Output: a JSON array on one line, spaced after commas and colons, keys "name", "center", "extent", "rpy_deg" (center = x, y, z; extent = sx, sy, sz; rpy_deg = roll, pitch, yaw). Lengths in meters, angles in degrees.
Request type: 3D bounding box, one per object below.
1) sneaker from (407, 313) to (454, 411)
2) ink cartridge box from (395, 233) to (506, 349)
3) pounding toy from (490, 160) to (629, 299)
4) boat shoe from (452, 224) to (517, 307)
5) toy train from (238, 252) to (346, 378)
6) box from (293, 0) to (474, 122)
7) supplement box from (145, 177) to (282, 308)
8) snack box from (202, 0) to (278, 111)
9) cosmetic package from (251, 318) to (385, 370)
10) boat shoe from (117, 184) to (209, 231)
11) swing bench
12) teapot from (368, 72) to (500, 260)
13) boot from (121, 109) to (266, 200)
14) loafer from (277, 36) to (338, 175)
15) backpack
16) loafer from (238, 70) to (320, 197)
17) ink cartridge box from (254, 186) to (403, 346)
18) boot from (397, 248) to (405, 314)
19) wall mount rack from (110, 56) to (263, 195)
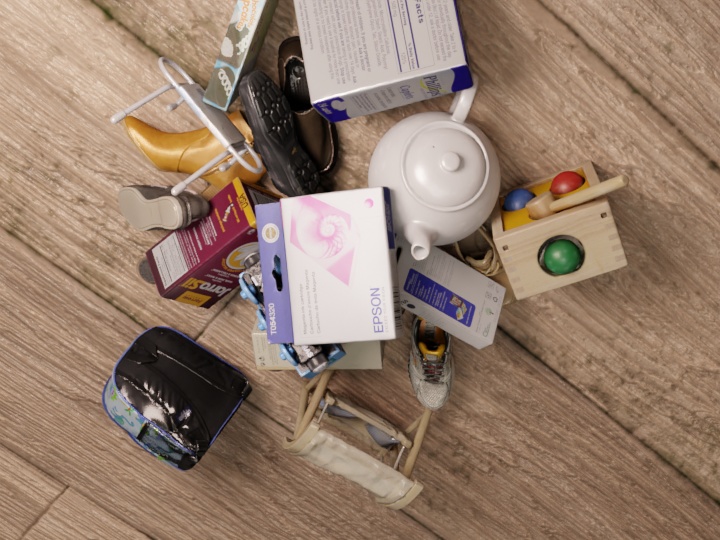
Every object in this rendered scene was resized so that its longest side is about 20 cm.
[{"name": "sneaker", "center": [0.107, 0.132, 1.328], "extent": [0.078, 0.082, 0.201], "rpy_deg": [-3, 110, 8]}, {"name": "ink cartridge box", "center": [0.113, 0.025, 1.212], "extent": [0.200, 0.100, 0.039], "rpy_deg": [31, 149, -16]}, {"name": "pounding toy", "center": [0.275, -0.070, 1.151], "extent": [0.184, 0.200, 0.143], "rpy_deg": [-19, 113, 15]}, {"name": "boat shoe", "center": [0.179, -0.017, 1.264], "extent": [0.071, 0.065, 0.200], "rpy_deg": [-29, 111, 19]}, {"name": "toy train", "center": [-0.102, 0.064, 1.222], "extent": [0.087, 0.114, 0.200], "rpy_deg": [-35, 75, 0]}, {"name": "box", "center": [0.029, -0.305, 1.068], "extent": [0.199, 0.105, 0.185], "rpy_deg": [-11, 82, 12]}, {"name": "supplement box", "center": [-0.206, -0.037, 1.257], "extent": [0.200, 0.086, 0.110], "rpy_deg": [-36, 152, 21]}, {"name": "snack box", "center": [-0.147, -0.321, 1.116], "extent": [0.037, 0.116, 0.200], "rpy_deg": [24, 116, -5]}, {"name": "cosmetic package", "center": [-0.062, 0.100, 1.329], "extent": [0.199, 0.104, 0.073], "rpy_deg": [0, 119, 7]}, {"name": "boat shoe", "center": [-0.292, -0.093, 1.245], "extent": [0.200, 0.057, 0.067], "rpy_deg": [12, 112, 49]}, {"name": "swing bench", "center": [-0.005, 0.261, 1.341], "extent": [0.199, 0.200, 0.130], "rpy_deg": [33, 125, -10]}, {"name": "teapot", "center": [0.107, -0.135, 1.133], "extent": [0.197, 0.146, 0.201], "rpy_deg": [-26, 85, -10]}, {"name": "boot", "center": [-0.230, -0.190, 1.226], "extent": [0.144, 0.071, 0.201], "rpy_deg": [-40, 110, 16]}, {"name": "loafer", "center": [-0.082, -0.222, 1.184], "extent": [0.073, 0.071, 0.201], "rpy_deg": [-9, 115, 11]}, {"name": "backpack", "center": [-0.310, 0.208, 1.368], "extent": [0.200, 0.183, 0.147], "rpy_deg": [38, 136, -3]}, {"name": "loafer", "center": [-0.123, -0.180, 1.161], "extent": [0.070, 0.068, 0.201], "rpy_deg": [6, 135, 35]}, {"name": "ink cartridge box", "center": [-0.050, -0.002, 1.111], "extent": [0.199, 0.043, 0.197], "rpy_deg": [-6, 90, 19]}, {"name": "boot", "center": [0.000, -0.026, 1.275], "extent": [0.199, 0.073, 0.151], "rpy_deg": [22, 116, -4]}, {"name": "wall mount rack", "center": [-0.226, -0.182, 1.108], "extent": [0.075, 0.174, 0.200], "rpy_deg": [-40, 93, 19]}]
